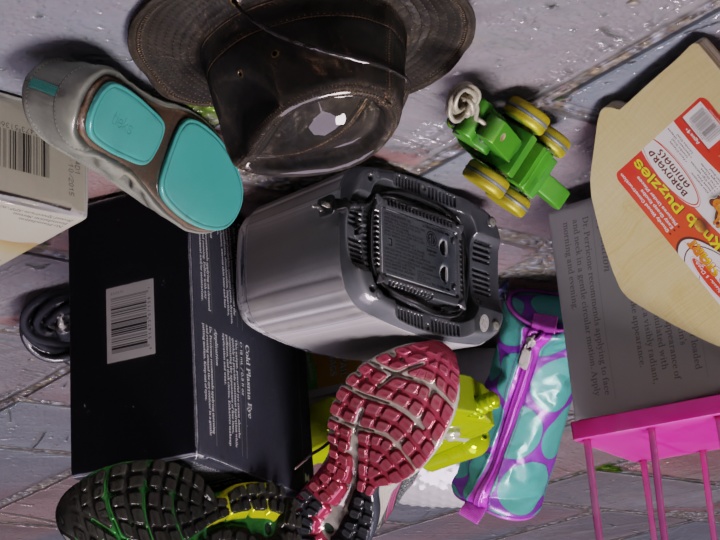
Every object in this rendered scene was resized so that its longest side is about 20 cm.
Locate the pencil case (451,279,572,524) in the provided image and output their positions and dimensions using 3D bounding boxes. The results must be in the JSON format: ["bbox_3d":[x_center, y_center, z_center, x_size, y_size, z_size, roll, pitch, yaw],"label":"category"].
[{"bbox_3d":[0.137,0.113,1.416,0.085,0.201,0.092,22,-155,21],"label":"pencil case"}]

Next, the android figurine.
[{"bbox_3d":[0.024,0.126,1.327,0.181,0.041,0.199,13,151,-40],"label":"android figurine"}]

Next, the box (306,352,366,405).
[{"bbox_3d":[0.000,0.080,1.408,0.101,0.113,0.200,-14,158,21],"label":"box"}]

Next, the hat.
[{"bbox_3d":[-0.031,-0.099,0.940,0.199,0.082,0.201,-3,162,-1],"label":"hat"}]

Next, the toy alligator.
[{"bbox_3d":[0.080,-0.085,1.047,0.054,0.060,0.200,34,180,31],"label":"toy alligator"}]

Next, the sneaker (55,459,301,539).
[{"bbox_3d":[-0.130,0.177,1.115,0.085,0.079,0.199,-16,157,34],"label":"sneaker"}]

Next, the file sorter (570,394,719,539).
[{"bbox_3d":[0.266,0.155,1.126,0.199,0.126,0.139,-13,162,25],"label":"file sorter"}]

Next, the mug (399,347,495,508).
[{"bbox_3d":[0.063,0.143,1.587,0.174,0.149,0.200,-3,-167,2],"label":"mug"}]

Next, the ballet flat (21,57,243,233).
[{"bbox_3d":[-0.139,-0.080,1.034,0.063,0.068,0.200,19,171,28],"label":"ballet flat"}]

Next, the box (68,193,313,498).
[{"bbox_3d":[-0.121,0.064,1.214,0.103,0.202,0.182,-12,158,22],"label":"box"}]

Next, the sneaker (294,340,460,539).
[{"bbox_3d":[0.011,0.123,1.192,0.201,0.080,0.075,-58,170,32],"label":"sneaker"}]

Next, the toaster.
[{"bbox_3d":[0.000,0.000,1.184,0.129,0.115,0.199,-16,158,40],"label":"toaster"}]

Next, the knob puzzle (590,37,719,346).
[{"bbox_3d":[0.224,-0.033,1.060,0.030,0.220,0.219,-36,180,-32],"label":"knob puzzle"}]

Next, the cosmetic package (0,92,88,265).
[{"bbox_3d":[-0.270,-0.045,1.075,0.105,0.072,0.199,12,156,-38],"label":"cosmetic package"}]

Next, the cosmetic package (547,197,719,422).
[{"bbox_3d":[0.266,0.022,1.193,0.199,0.166,0.164,-17,160,36],"label":"cosmetic package"}]

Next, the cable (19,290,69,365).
[{"bbox_3d":[-0.194,0.061,1.425,0.162,0.051,0.200,-14,158,30],"label":"cable"}]
